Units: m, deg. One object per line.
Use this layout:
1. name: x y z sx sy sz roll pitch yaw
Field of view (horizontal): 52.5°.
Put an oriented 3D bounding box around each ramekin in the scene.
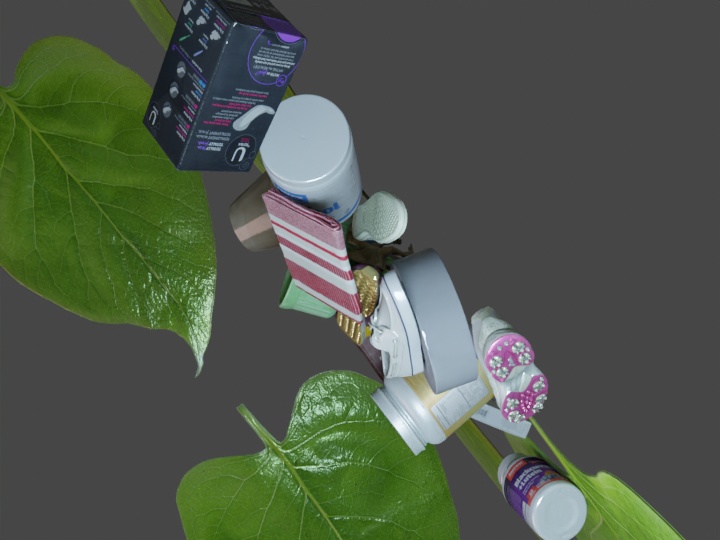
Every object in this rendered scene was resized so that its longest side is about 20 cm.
1. ramekin: -0.068 -0.015 1.303 0.096 0.204 0.200 20 179 -10

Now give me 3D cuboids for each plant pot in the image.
1. plant pot: -0.185 -0.128 1.598 0.201 0.171 0.202 55 -160 -30

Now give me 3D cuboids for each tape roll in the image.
1. tape roll: 0.104 0.073 1.061 0.200 0.065 0.204 161 91 -86

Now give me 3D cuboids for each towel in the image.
1. towel: -0.062 -0.018 1.047 0.143 0.023 0.202 29 151 31

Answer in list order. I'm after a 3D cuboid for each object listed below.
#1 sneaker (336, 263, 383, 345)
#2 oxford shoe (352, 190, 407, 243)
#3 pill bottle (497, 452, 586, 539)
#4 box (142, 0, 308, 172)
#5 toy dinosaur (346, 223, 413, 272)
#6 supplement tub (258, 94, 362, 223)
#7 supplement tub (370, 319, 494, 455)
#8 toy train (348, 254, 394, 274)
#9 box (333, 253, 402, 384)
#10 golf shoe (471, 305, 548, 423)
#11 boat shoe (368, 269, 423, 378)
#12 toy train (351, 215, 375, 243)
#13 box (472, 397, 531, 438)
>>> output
1. sneaker: 0.015 0.034 1.126 0.075 0.090 0.201 41 152 13
2. oxford shoe: 0.038 -0.075 1.080 0.200 0.056 0.077 177 99 -74
3. pill bottle: 0.338 0.424 1.399 0.112 0.111 0.200 53 174 -12
4. box: -0.172 -0.236 0.915 0.121 0.202 0.106 -6 -135 -48
5. toy dinosaur: 0.030 -0.018 1.167 0.200 0.099 0.059 -125 40 -63
6. supplement tub: -0.067 -0.150 1.060 0.133 0.131 0.200 50 175 15
7. supplement tub: 0.128 0.188 1.199 0.145 0.199 0.145 51 175 6
8. toy train: 0.000 0.000 1.191 0.056 0.043 0.198 29 -160 33
9. box: 0.067 0.104 1.361 0.201 0.163 0.166 54 175 -15
10. golf shoe: 0.197 0.126 0.976 0.092 0.074 0.202 62 177 47
11. boat shoe: 0.042 0.081 1.005 0.202 0.064 0.073 76 175 -51
12. toy train: -0.042 -0.116 1.391 0.115 0.085 0.202 25 151 46
13. box: 0.213 0.239 1.364 0.142 0.037 0.200 25 -175 -17
